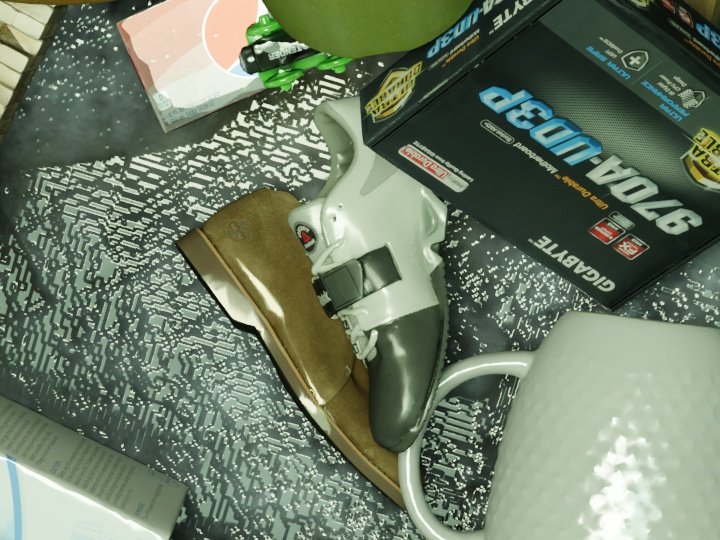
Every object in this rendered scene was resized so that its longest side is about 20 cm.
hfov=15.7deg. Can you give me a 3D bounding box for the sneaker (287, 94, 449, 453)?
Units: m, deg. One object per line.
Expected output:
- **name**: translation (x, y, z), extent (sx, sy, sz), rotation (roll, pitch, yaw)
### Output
- **sneaker**: translation (0.000, 0.000, 1.417), extent (0.088, 0.074, 0.201), rotation (8, 69, -20)

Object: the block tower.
- **block tower**: translation (-0.197, -0.140, 1.445), extent (0.058, 0.054, 0.201), rotation (29, 97, -1)

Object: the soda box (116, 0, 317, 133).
- **soda box**: translation (-0.030, -0.147, 1.435), extent (0.199, 0.063, 0.070), rotation (-23, 97, 3)

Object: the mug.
- **mug**: translation (0.119, 0.110, 1.420), extent (0.199, 0.148, 0.176), rotation (8, 90, 6)

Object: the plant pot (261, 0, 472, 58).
- **plant pot**: translation (-0.004, -0.203, 1.268), extent (0.199, 0.190, 0.201), rotation (-4, 62, 7)

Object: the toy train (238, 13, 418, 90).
- **toy train**: translation (0.031, -0.141, 1.375), extent (0.199, 0.056, 0.042), rotation (-17, 102, 3)

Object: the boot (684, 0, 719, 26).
- **boot**: translation (0.191, -0.187, 1.384), extent (0.175, 0.200, 0.066), rotation (-28, 59, -26)

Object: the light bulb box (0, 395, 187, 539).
- **light bulb box**: translation (-0.229, 0.173, 1.444), extent (0.199, 0.125, 0.199), rotation (26, 96, -2)

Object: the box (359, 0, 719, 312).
- **box**: translation (0.123, -0.076, 1.372), extent (0.159, 0.046, 0.200), rotation (-35, 129, 29)

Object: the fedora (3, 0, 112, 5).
- **fedora**: translation (-0.173, -0.203, 1.333), extent (0.199, 0.201, 0.082), rotation (7, 73, 1)

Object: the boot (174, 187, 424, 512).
- **boot**: translation (-0.015, 0.043, 1.456), extent (0.075, 0.074, 0.200), rotation (-36, 93, -7)
